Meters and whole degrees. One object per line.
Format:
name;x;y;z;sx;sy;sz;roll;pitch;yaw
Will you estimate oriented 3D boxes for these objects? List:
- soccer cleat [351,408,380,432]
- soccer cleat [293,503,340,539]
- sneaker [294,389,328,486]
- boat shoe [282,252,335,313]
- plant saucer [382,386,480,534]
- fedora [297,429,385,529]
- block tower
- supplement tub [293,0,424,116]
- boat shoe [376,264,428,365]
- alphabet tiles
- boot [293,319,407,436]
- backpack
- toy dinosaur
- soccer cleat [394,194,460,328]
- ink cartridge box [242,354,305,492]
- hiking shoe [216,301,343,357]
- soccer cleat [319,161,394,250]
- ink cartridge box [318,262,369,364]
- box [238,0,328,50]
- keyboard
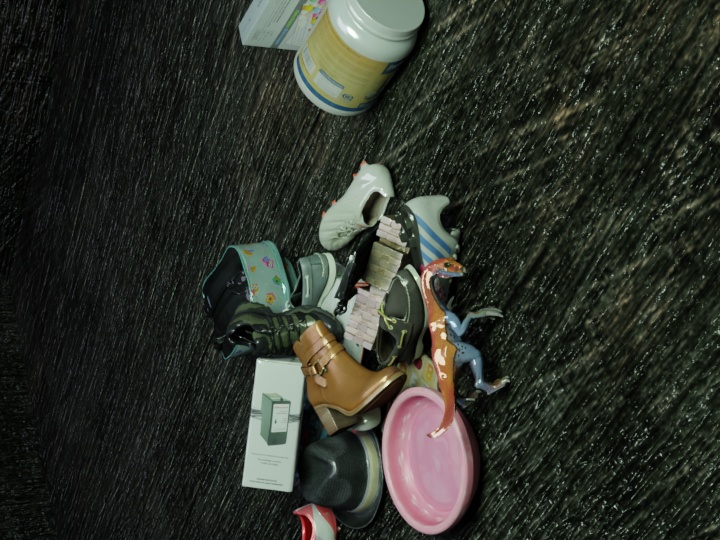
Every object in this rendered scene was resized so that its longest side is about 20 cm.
soccer cleat;-0.029;0.185;1.777;0.200;0.068;0.079;-136;32;-56
soccer cleat;-0.065;0.487;1.851;0.067;0.075;0.203;-32;62;56
sneaker;-0.104;0.276;1.905;0.079;0.094;0.204;19;106;59
boat shoe;-0.100;0.049;1.834;0.073;0.061;0.201;63;142;37
plant saucer;0.103;0.264;1.568;0.199;0.050;0.204;3;94;58
fedora;-0.041;0.324;1.793;0.200;0.090;0.204;0;90;61
block tower;0.034;0.022;1.657;0.053;0.058;0.203;23;105;25
supplement tub;-0.002;-0.344;1.681;0.200;0.143;0.147;-48;49;50
boat shoe;0.055;0.070;1.574;0.203;0.060;0.072;91;154;-53
alphabet tiles;0.084;0.224;1.658;0.166;0.006;0.203;45;127;53
boot;-0.022;0.140;1.655;0.200;0.076;0.157;-43;67;51
backpack;-0.190;0.046;2.006;0.201;0.151;0.178;118;139;-55
toy dinosaur;0.121;0.082;1.462;0.104;0.200;0.183;-30;95;40
soccer cleat;0.110;-0.010;1.562;0.070;0.085;0.203;-140;33;-60
ink cartridge box;-0.135;0.240;1.807;0.146;0.083;0.204;140;137;-88
hiking shoe;-0.125;0.107;1.773;0.197;0.101;0.077;3;124;23
soccer cleat;-0.009;-0.087;1.773;0.201;0.068;0.078;-54;48;42
ink cartridge box;-0.021;0.069;1.807;0.200;0.050;0.111;34;118;55
box;-0.071;-0.403;1.751;0.156;0.197;0.042;-43;54;52
keyboard;0.000;0.000;1.671;0.129;0.020;0.200;-69;-8;24
